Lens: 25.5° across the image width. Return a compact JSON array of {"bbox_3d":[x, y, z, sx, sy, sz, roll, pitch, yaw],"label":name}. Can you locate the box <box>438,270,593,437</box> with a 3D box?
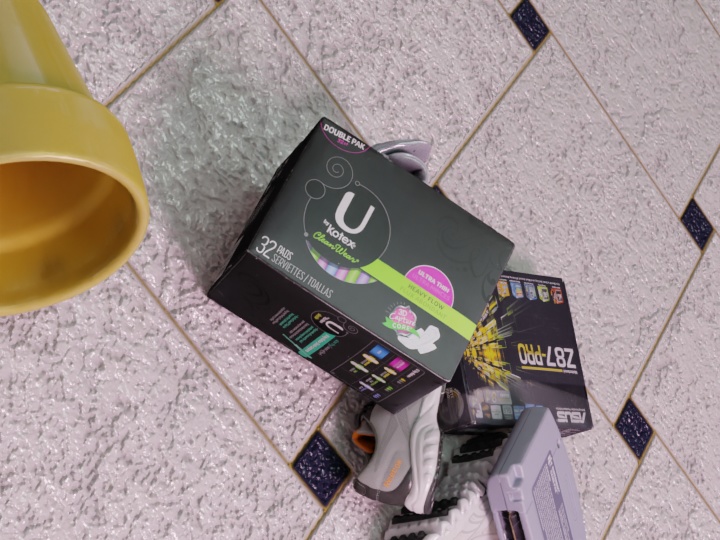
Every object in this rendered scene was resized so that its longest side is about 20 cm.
[{"bbox_3d":[0.140,0.081,1.561,0.199,0.049,0.162,9,67,-46],"label":"box"}]

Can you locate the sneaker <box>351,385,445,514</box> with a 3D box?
[{"bbox_3d":[0.035,0.123,1.422,0.079,0.074,0.201,7,45,0],"label":"sneaker"}]

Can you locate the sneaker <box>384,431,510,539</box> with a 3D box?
[{"bbox_3d":[0.092,0.225,1.438,0.200,0.075,0.081,-37,109,-46],"label":"sneaker"}]

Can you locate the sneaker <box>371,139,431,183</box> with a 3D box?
[{"bbox_3d":[0.045,-0.060,1.480,0.199,0.115,0.076,17,61,-40],"label":"sneaker"}]

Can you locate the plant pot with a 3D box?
[{"bbox_3d":[-0.267,-0.097,1.136,0.200,0.201,0.190,10,51,-42],"label":"plant pot"}]

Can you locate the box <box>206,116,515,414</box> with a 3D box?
[{"bbox_3d":[0.000,0.000,1.347,0.199,0.124,0.149,32,63,-9],"label":"box"}]

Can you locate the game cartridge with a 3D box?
[{"bbox_3d":[0.169,0.236,1.480,0.133,0.041,0.201,-47,128,-51],"label":"game cartridge"}]
